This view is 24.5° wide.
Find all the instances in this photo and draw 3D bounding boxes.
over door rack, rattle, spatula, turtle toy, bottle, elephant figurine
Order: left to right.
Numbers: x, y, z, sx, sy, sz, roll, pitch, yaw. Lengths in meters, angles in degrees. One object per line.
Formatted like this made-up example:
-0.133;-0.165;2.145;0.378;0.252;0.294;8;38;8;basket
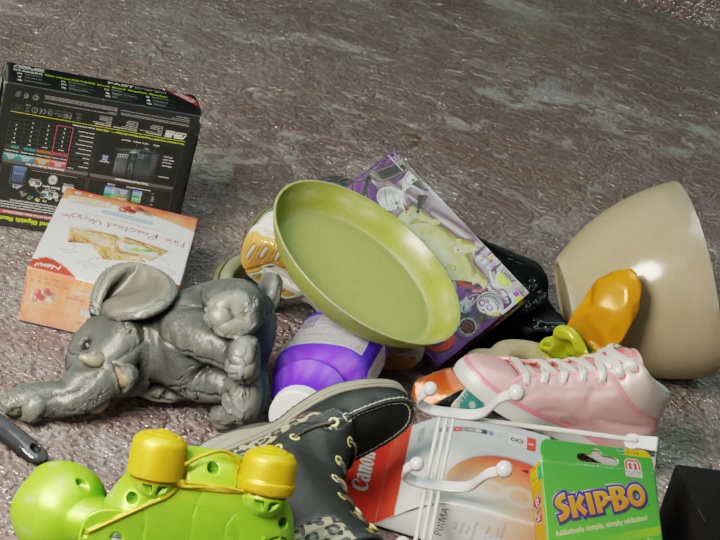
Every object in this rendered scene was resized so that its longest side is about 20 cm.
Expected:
-0.319;0.099;1.294;0.200;0.021;0.056;28;24;24;spatula
-0.176;0.060;1.361;0.199;0.142;0.155;2;-7;7;elephant figurine
-0.135;0.174;1.118;0.199;0.146;0.101;11;2;-13;turtle toy
-0.032;0.090;1.423;0.083;0.065;0.200;2;17;11;bottle
0.130;0.168;1.258;0.199;0.067;0.148;13;57;1;over door rack
0.160;0.071;1.529;0.200;0.143;0.130;10;42;-29;rattle

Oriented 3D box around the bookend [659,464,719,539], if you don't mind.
0.299;0.195;1.249;0.092;0.199;0.200;9;23;-10;bookend

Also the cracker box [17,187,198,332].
-0.230;-0.004;1.540;0.134;0.058;0.200;13;24;-6;cracker box

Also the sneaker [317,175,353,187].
0.012;-0.007;1.676;0.074;0.087;0.200;-26;59;-12;sneaker

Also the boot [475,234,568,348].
0.113;0.019;1.683;0.200;0.077;0.168;18;18;-10;boot

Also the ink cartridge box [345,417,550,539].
0.057;0.160;1.364;0.199;0.050;0.162;19;22;0;ink cartridge box

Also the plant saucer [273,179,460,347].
0.000;0.000;1.484;0.200;0.031;0.200;29;30;-19;plant saucer

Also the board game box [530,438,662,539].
0.175;0.220;1.197;0.095;0.030;0.201;9;61;-17;board game box

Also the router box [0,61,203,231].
-0.267;-0.111;1.640;0.199;0.150;0.062;9;24;-16;router box

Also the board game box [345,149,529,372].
0.053;-0.011;1.608;0.120;0.032;0.200;-39;74;-12;board game box

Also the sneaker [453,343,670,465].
0.184;0.095;1.457;0.200;0.105;0.075;27;13;-19;sneaker

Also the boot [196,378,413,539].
-0.018;0.166;1.250;0.203;0.074;0.154;-19;39;-27;boot

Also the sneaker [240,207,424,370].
-0.013;0.008;1.545;0.200;0.076;0.088;39;42;-11;sneaker

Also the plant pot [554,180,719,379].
0.271;0.022;1.675;0.134;0.201;0.200;-12;26;-1;plant pot

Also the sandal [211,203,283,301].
-0.084;0.000;1.592;0.057;0.080;0.201;-6;25;22;sandal
